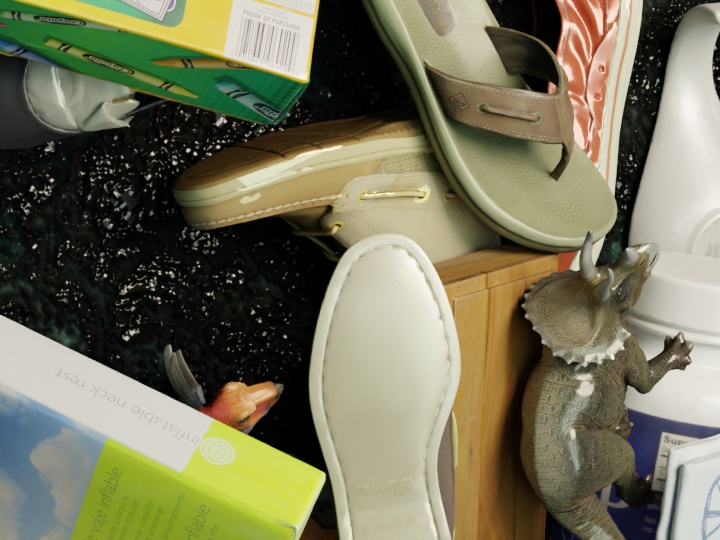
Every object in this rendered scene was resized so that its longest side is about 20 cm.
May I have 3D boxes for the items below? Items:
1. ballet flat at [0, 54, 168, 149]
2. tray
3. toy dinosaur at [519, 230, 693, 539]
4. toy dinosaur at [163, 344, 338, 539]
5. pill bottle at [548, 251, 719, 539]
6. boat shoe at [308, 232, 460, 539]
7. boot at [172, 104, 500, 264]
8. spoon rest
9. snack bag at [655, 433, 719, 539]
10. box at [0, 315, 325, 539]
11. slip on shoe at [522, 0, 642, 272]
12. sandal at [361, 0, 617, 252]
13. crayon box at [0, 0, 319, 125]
[{"bbox_3d":[-0.106,-0.107,1.019,0.200,0.073,0.073,-21,109,-24],"label":"ballet flat"},{"bbox_3d":[0.057,0.094,1.083,0.099,0.037,0.200,-15,112,-48],"label":"tray"},{"bbox_3d":[0.113,0.074,1.076,0.102,0.077,0.200,3,102,-44],"label":"toy dinosaur"},{"bbox_3d":[-0.022,0.113,1.049,0.181,0.105,0.200,1,66,-59],"label":"toy dinosaur"},{"bbox_3d":[0.175,0.096,1.174,0.120,0.120,0.200,2,103,-29],"label":"pill bottle"},{"bbox_3d":[0.014,0.078,1.006,0.072,0.060,0.200,-6,100,-2],"label":"boat shoe"},{"bbox_3d":[0.000,0.000,1.095,0.200,0.073,0.156,-15,106,-36],"label":"boot"},{"bbox_3d":[0.201,-0.064,1.212,0.099,0.061,0.200,-9,117,-21],"label":"spoon rest"},{"bbox_3d":[0.222,0.163,1.143,0.200,0.021,0.189,-12,114,-41],"label":"snack bag"},{"bbox_3d":[-0.129,0.104,0.983,0.200,0.048,0.122,26,128,4],"label":"box"},{"bbox_3d":[0.106,-0.072,1.147,0.061,0.074,0.200,8,93,-14],"label":"slip on shoe"},{"bbox_3d":[0.067,-0.094,1.061,0.080,0.057,0.201,-44,107,-37],"label":"sandal"},{"bbox_3d":[-0.116,-0.153,0.962,0.200,0.058,0.119,15,67,-16],"label":"crayon box"}]
